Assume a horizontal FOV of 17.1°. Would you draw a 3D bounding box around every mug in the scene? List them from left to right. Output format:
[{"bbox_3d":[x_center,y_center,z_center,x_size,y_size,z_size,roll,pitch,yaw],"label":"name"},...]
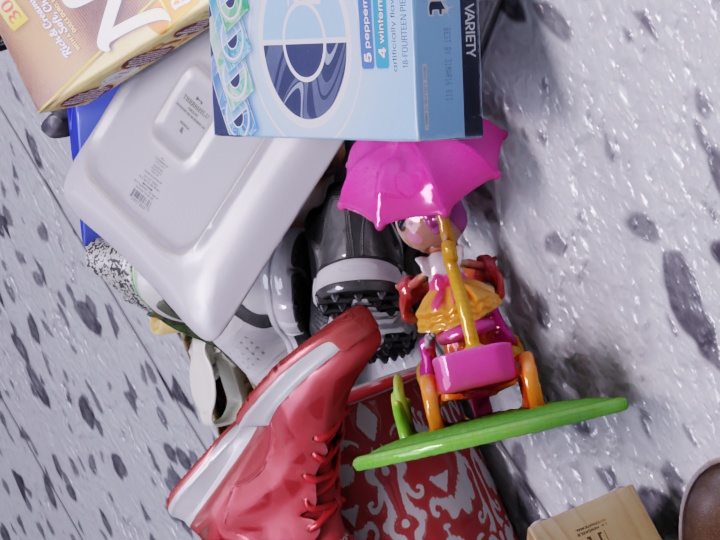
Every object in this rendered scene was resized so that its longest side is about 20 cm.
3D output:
[{"bbox_3d":[0.025,0.170,1.479,0.177,0.133,0.201,-13,97,65],"label":"mug"}]

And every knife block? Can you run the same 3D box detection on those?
[{"bbox_3d":[0.149,0.213,1.257,0.200,0.064,0.176,89,159,-63],"label":"knife block"}]

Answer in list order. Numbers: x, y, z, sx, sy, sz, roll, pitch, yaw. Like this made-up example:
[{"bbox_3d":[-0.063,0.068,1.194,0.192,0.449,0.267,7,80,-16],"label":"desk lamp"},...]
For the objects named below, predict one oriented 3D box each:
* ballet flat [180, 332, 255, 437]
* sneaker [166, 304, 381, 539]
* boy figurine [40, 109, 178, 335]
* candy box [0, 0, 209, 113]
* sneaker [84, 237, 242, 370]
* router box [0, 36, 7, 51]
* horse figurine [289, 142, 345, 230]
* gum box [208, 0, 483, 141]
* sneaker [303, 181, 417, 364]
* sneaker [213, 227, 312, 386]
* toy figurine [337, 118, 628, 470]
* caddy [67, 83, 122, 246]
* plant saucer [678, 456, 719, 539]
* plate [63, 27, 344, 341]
[{"bbox_3d":[-0.085,0.110,1.725,0.071,0.070,0.201,23,132,59],"label":"ballet flat"},{"bbox_3d":[-0.020,0.115,1.380,0.116,0.078,0.200,46,131,7],"label":"sneaker"},{"bbox_3d":[-0.164,-0.040,1.766,0.201,0.064,0.124,63,155,11],"label":"boy figurine"},{"bbox_3d":[-0.130,-0.189,1.403,0.199,0.055,0.116,-28,86,28],"label":"candy box"},{"bbox_3d":[-0.112,0.013,1.593,0.088,0.077,0.200,8,161,31],"label":"sneaker"},{"bbox_3d":[-0.219,-0.230,1.582,0.200,0.062,0.151,1,70,65],"label":"router box"},{"bbox_3d":[-0.049,-0.074,1.492,0.133,0.050,0.200,57,152,27],"label":"horse figurine"},{"bbox_3d":[-0.013,-0.154,1.241,0.200,0.044,0.171,7,101,57],"label":"gum box"},{"bbox_3d":[0.000,0.000,1.447,0.200,0.066,0.091,89,178,-73],"label":"sneaker"},{"bbox_3d":[-0.062,0.033,1.539,0.200,0.079,0.074,79,-161,-55],"label":"sneaker"},{"bbox_3d":[0.051,0.003,1.297,0.200,0.149,0.185,45,-148,-85],"label":"toy figurine"},{"bbox_3d":[-0.141,-0.099,1.599,0.200,0.104,0.142,99,163,-60],"label":"caddy"},{"bbox_3d":[0.227,0.175,1.157,0.200,0.032,0.201,49,153,35],"label":"plant saucer"},{"bbox_3d":[-0.092,-0.087,1.420,0.032,0.201,0.199,25,-169,-43],"label":"plate"}]
